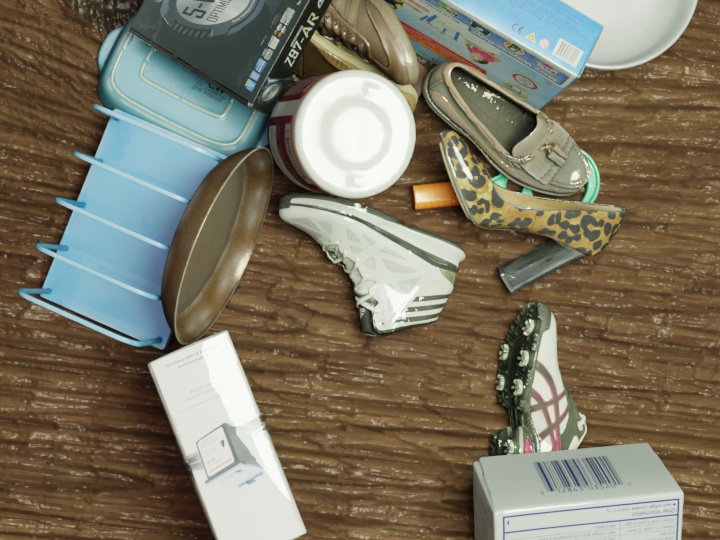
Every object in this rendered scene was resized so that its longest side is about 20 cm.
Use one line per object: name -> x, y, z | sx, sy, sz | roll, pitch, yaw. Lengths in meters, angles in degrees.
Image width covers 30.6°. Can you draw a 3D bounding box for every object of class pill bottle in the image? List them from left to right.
pill bottle -> -0.026, -0.129, 1.252 | 0.113, 0.200, 0.116 | -1, 96, -13

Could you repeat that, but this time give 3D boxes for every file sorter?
file sorter -> -0.223, -0.041, 1.255 | 0.137, 0.123, 0.202 | 22, 91, 4

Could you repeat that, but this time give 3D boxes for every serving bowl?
serving bowl -> 0.248, -0.302, 1.366 | 0.197, 0.066, 0.203 | 0, 86, -5

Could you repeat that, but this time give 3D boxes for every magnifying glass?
magnifying glass -> 0.152, -0.086, 1.364 | 0.197, 0.022, 0.081 | -6, 87, -5

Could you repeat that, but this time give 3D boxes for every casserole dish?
casserole dish -> -0.173, -0.187, 1.331 | 0.198, 0.039, 0.122 | 26, 84, -4

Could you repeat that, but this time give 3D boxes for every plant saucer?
plant saucer -> -0.139, -0.028, 1.246 | 0.032, 0.200, 0.202 | 22, 84, 10

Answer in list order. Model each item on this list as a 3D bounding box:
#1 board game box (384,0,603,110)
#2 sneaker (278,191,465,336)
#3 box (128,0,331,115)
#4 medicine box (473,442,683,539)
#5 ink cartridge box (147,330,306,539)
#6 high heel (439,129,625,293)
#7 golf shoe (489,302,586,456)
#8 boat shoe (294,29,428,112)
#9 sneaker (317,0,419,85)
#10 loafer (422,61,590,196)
board game box -> 0.116, -0.238, 1.283 | 0.198, 0.196, 0.056 | 30, 83, -3
sneaker -> 0.000, 0.000, 1.310 | 0.198, 0.076, 0.117 | 20, 83, -12
box -> -0.108, -0.275, 1.256 | 0.159, 0.043, 0.201 | 33, 97, 19
medicine box -> 0.206, 0.285, 1.269 | 0.179, 0.103, 0.203 | -5, 111, -6
ink cartridge box -> -0.129, 0.167, 1.255 | 0.085, 0.146, 0.202 | -23, 89, -9
high heel -> 0.170, -0.085, 1.306 | 0.141, 0.072, 0.201 | -28, 118, 10
golf shoe -> 0.184, 0.133, 1.332 | 0.087, 0.077, 0.203 | 5, 93, -16
boat shoe -> -0.021, -0.231, 1.339 | 0.198, 0.072, 0.072 | 29, 63, 1
sneaker -> -0.019, -0.250, 1.285 | 0.075, 0.071, 0.201 | -32, 75, -7
loafer -> 0.151, -0.141, 1.320 | 0.199, 0.063, 0.072 | 34, 80, -9
